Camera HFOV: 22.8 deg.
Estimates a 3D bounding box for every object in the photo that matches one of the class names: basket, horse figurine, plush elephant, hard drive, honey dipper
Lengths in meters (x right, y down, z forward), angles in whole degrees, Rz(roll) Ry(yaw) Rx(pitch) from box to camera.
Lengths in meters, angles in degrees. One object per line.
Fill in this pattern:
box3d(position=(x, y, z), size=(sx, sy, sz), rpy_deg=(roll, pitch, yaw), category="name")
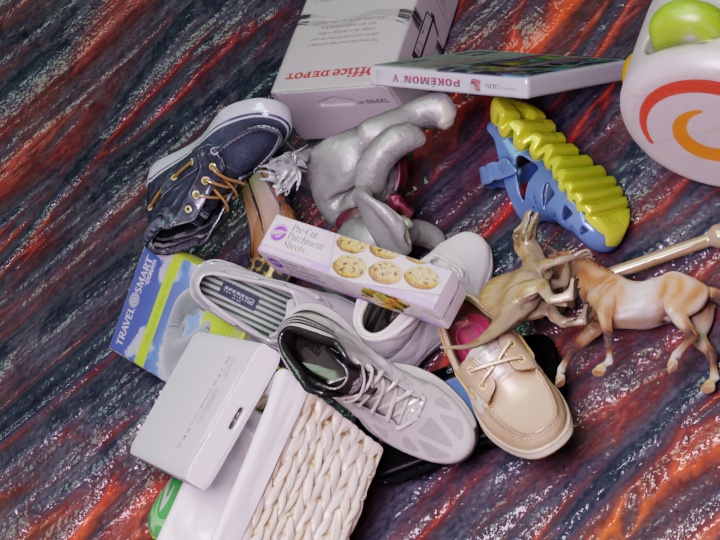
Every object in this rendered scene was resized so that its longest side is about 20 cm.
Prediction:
box3d(position=(-0.081, 0.208, 1.533), size=(0.135, 0.123, 0.201), rpy_deg=(-28, 35, 56), category="basket")
box3d(position=(0.248, 0.041, 1.546), size=(0.198, 0.050, 0.133), rpy_deg=(-1, 50, 19), category="horse figurine")
box3d(position=(0.016, -0.059, 1.722), size=(0.199, 0.156, 0.165), rpy_deg=(-19, -9, -30), category="plush elephant")
box3d(position=(-0.141, 0.121, 1.591), size=(0.133, 0.027, 0.200), rpy_deg=(-61, 19, -10), category="hard drive")
box3d(position=(0.239, -0.002, 1.612), size=(0.198, 0.038, 0.038), rpy_deg=(-21, 46, 10), category="honey dipper")

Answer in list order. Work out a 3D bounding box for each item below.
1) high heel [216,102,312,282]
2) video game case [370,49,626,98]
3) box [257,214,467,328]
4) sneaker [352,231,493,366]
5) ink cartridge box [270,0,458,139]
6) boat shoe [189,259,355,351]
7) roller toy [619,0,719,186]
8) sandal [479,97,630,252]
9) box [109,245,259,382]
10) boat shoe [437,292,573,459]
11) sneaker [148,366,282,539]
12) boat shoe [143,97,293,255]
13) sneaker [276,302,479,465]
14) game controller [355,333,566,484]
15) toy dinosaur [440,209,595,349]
box3d(position=(-0.115, -0.067, 1.793), size=(0.071, 0.142, 0.201), rpy_deg=(-24, 37, 41), category="high heel")
box3d(position=(0.138, -0.193, 1.749), size=(0.181, 0.023, 0.199), rpy_deg=(9, 15, 36), category="video game case")
box3d(position=(0.000, 0.000, 1.557), size=(0.199, 0.039, 0.042), rpy_deg=(19, 71, 35), category="box")
box3d(position=(0.061, 0.017, 1.623), size=(0.073, 0.116, 0.200), rpy_deg=(30, 60, 18), category="sneaker")
box3d(position=(0.008, -0.242, 1.913), size=(0.145, 0.084, 0.201), rpy_deg=(-1, 54, 30), category="ink cartridge box")
box3d(position=(-0.067, 0.049, 1.656), size=(0.067, 0.198, 0.074), rpy_deg=(-109, 37, -84), category="boat shoe")
box3d(position=(0.332, -0.175, 1.596), size=(0.181, 0.200, 0.141), rpy_deg=(21, 61, 2), category="roller toy")
box3d(position=(0.179, -0.078, 1.694), size=(0.200, 0.079, 0.088), rpy_deg=(52, 124, 39), category="sandal")
box3d(position=(-0.170, 0.051, 1.772), size=(0.199, 0.047, 0.123), rpy_deg=(25, 96, 41), category="box")
box3d(position=(0.113, 0.085, 1.528), size=(0.073, 0.069, 0.200), rpy_deg=(-35, 37, -4), category="boat shoe")
box3d(position=(-0.138, 0.164, 1.661), size=(0.074, 0.084, 0.201), rpy_deg=(21, 67, 40), category="sneaker")
box3d(position=(-0.137, -0.086, 1.731), size=(0.200, 0.070, 0.092), rpy_deg=(-31, 45, 40), category="boat shoe")
box3d(position=(0.008, 0.108, 1.499), size=(0.076, 0.200, 0.115), rpy_deg=(-56, -2, 12), category="sneaker")
box3d(position=(0.087, 0.123, 1.591), size=(0.198, 0.042, 0.105), rpy_deg=(-22, 46, 13), category="game controller")
box3d(position=(0.144, 0.026, 1.530), size=(0.100, 0.059, 0.201), rpy_deg=(0, 36, 27), category="toy dinosaur")
